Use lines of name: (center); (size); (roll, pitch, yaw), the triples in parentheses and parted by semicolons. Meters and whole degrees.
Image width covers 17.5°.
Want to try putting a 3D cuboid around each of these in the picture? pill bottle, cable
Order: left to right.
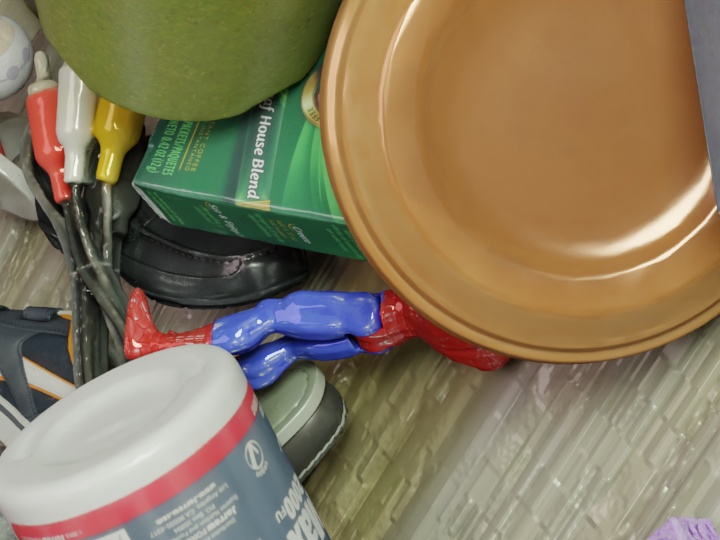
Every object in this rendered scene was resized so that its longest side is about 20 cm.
cable: (-0.136, -0.018, 1.113); (0.097, 0.050, 0.201); (-13, 67, 37)
pill bottle: (-0.064, 0.145, 1.016); (0.119, 0.120, 0.201); (-8, 116, 44)

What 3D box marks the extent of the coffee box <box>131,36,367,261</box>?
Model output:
coffee box: (0.011, -0.066, 1.011); (0.199, 0.044, 0.124); (12, 68, 30)

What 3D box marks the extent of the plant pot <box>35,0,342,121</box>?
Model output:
plant pot: (-0.067, -0.164, 0.943); (0.185, 0.199, 0.201); (101, 151, -59)

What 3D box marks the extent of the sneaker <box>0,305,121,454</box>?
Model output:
sneaker: (-0.170, 0.057, 1.213); (0.079, 0.079, 0.200); (-47, 49, -12)

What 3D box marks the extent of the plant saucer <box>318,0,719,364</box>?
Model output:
plant saucer: (0.084, -0.062, 0.907); (0.037, 0.199, 0.201); (-121, 43, -85)

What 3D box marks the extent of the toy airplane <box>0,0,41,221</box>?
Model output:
toy airplane: (-0.215, -0.097, 1.210); (0.141, 0.198, 0.201); (3, 92, 43)

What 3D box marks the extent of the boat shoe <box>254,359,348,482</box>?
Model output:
boat shoe: (-0.067, 0.119, 1.119); (0.201, 0.060, 0.072); (-43, 20, 30)

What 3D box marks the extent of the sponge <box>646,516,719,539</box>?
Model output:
sponge: (0.097, 0.205, 0.958); (0.200, 0.030, 0.112); (-49, 54, 29)

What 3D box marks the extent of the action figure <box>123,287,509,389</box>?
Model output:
action figure: (0.000, 0.000, 1.046); (0.199, 0.065, 0.100); (-3, 62, 20)

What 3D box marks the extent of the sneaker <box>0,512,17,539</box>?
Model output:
sneaker: (-0.177, 0.178, 1.108); (0.098, 0.070, 0.202); (137, 132, -63)

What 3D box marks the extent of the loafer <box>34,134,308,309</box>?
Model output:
loafer: (-0.100, -0.031, 1.158); (0.200, 0.068, 0.071); (20, 125, 48)

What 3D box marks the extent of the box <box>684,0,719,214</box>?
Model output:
box: (0.195, -0.123, 0.845); (0.132, 0.114, 0.201); (-21, 70, 42)
